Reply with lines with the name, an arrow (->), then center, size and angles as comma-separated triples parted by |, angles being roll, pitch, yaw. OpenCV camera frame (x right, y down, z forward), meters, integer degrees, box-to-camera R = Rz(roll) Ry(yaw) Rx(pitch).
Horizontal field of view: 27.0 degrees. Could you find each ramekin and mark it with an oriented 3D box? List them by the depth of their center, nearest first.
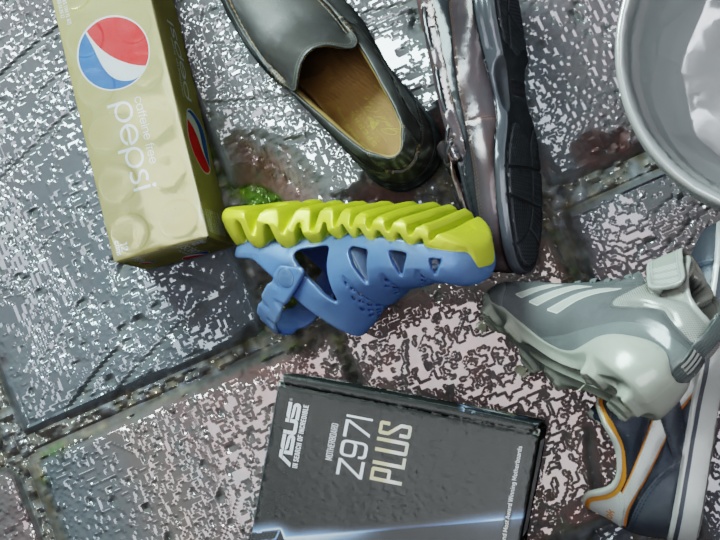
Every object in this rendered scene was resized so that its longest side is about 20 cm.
ramekin -> 0.250, -0.117, 0.849 | 0.200, 0.105, 0.200 | -3, 82, 18

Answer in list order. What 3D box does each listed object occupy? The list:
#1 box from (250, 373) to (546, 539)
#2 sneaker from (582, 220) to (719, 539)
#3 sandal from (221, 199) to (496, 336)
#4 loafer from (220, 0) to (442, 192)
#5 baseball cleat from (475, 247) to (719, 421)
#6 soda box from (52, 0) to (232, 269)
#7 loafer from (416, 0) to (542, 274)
box -> 0.018, 0.176, 0.934 | 0.164, 0.086, 0.200 | 11, 88, 11
sneaker -> 0.185, 0.062, 0.918 | 0.079, 0.078, 0.200 | 11, 85, 14
sandal -> 0.000, 0.000, 0.938 | 0.200, 0.079, 0.087 | 2, 98, 42
loafer -> -0.023, -0.138, 0.970 | 0.073, 0.072, 0.200 | -46, 80, 5
baseball cleat -> 0.148, 0.029, 0.887 | 0.106, 0.200, 0.070 | -43, 116, -7
soda box -> -0.145, -0.105, 0.994 | 0.068, 0.064, 0.200 | -15, 83, 8
loafer -> 0.075, -0.093, 0.959 | 0.063, 0.072, 0.200 | -8, 81, 26
